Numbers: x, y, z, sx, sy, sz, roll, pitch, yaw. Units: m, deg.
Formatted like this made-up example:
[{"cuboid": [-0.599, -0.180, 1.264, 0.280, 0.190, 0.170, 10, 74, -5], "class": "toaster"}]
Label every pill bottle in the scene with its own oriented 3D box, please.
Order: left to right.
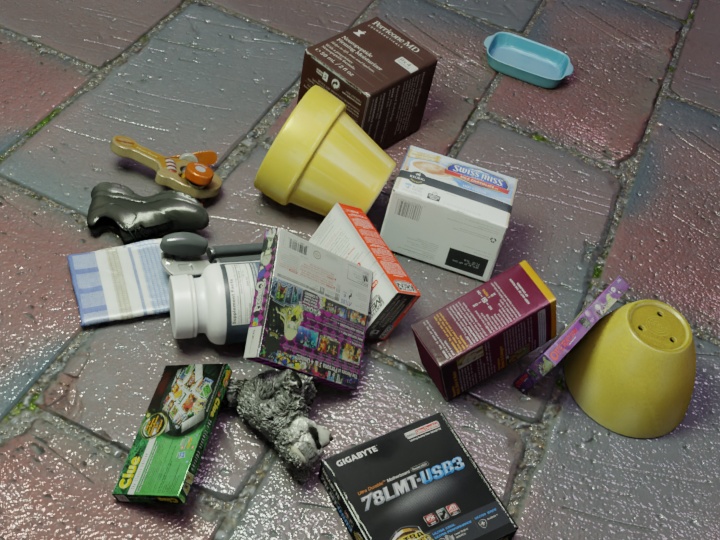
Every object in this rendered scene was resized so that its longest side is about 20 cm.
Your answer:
[{"cuboid": [-0.177, 0.046, 1.377, 0.197, 0.120, 0.120, -4, 48, -16], "class": "pill bottle"}]

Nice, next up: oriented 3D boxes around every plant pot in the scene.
[{"cuboid": [-0.050, -0.174, 1.575, 0.188, 0.201, 0.202, 33, 47, -3], "class": "plant pot"}, {"cuboid": [0.426, 0.129, 1.420, 0.197, 0.143, 0.202, 7, 47, -7], "class": "plant pot"}]

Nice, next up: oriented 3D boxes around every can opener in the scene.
[{"cuboid": [-0.215, -0.022, 1.450, 0.198, 0.067, 0.053, -1, 46, -37], "class": "can opener"}]

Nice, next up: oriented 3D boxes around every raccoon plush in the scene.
[{"cuboid": [-0.134, 0.219, 1.278, 0.197, 0.097, 0.136, -11, 59, 19], "class": "raccoon plush"}]

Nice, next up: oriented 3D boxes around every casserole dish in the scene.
[{"cuboid": [0.355, -0.447, 2.011, 0.198, 0.039, 0.122, 22, 47, 7], "class": "casserole dish"}]

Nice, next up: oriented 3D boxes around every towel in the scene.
[{"cuboid": [-0.338, 0.015, 1.437, 0.197, 0.024, 0.148, -10, 51, -21], "class": "towel"}]

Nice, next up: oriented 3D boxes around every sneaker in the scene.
[{"cuboid": [-0.341, -0.079, 1.500, 0.197, 0.076, 0.092, 5, 53, 4], "class": "sneaker"}]

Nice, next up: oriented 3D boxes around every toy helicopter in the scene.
[{"cuboid": [-0.324, -0.181, 1.581, 0.198, 0.079, 0.133, 25, 30, 0], "class": "toy helicopter"}]

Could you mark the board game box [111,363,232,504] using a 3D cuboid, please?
[{"cuboid": [-0.245, 0.211, 1.236, 0.103, 0.024, 0.202, -2, 48, 22], "class": "board game box"}]

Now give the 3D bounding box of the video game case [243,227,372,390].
[{"cuboid": [-0.068, 0.058, 1.321, 0.199, 0.036, 0.184, 24, 67, -44], "class": "video game case"}]

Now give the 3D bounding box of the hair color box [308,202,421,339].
[{"cuboid": [0.000, 0.000, 1.464, 0.061, 0.102, 0.201, 10, 38, -46], "class": "hair color box"}]

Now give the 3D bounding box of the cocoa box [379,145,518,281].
[{"cuboid": [0.147, -0.096, 1.572, 0.198, 0.134, 0.132, 18, 45, 4], "class": "cocoa box"}]

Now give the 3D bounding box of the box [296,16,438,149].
[{"cuboid": [0.008, -0.334, 1.739, 0.165, 0.165, 0.199, 38, 51, 22], "class": "box"}]

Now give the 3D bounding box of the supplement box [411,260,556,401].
[{"cuboid": [0.184, 0.089, 1.382, 0.198, 0.111, 0.086, -29, 55, -8], "class": "supplement box"}]

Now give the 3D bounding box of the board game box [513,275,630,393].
[{"cuboid": [0.320, 0.097, 1.423, 0.032, 0.120, 0.200, 47, 60, 6], "class": "board game box"}]

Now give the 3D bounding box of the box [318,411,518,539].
[{"cuboid": [0.074, 0.305, 1.244, 0.198, 0.050, 0.199, -15, 54, -26], "class": "box"}]
